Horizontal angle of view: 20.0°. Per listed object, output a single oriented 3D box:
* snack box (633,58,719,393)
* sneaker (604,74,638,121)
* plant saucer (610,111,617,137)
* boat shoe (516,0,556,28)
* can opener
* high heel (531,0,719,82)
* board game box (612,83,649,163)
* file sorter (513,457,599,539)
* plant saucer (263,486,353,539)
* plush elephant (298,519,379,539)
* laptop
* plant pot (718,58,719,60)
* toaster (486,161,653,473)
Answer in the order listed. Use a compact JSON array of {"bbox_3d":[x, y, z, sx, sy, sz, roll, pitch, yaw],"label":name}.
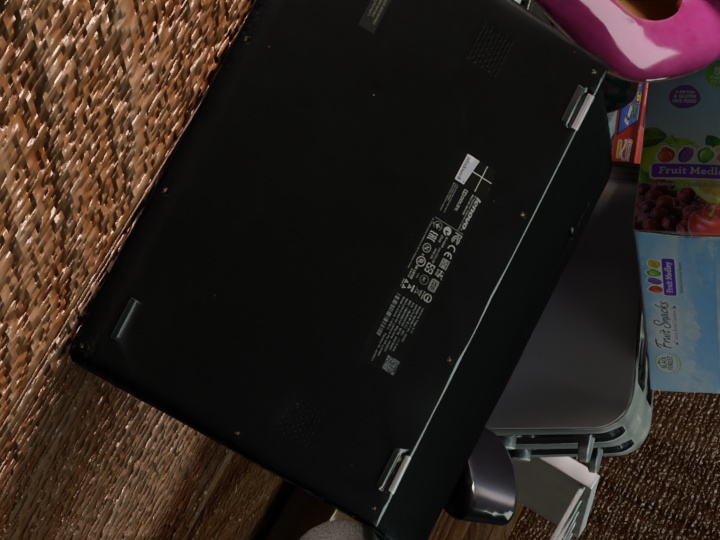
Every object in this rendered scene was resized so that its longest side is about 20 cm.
[{"bbox_3d":[0.199,-0.057,1.169,0.169,0.067,0.201,74,24,-55],"label":"snack box"},{"bbox_3d":[0.139,-0.139,1.265,0.200,0.077,0.092,102,6,-75],"label":"sneaker"},{"bbox_3d":[0.162,-0.123,1.460,0.202,0.038,0.201,-61,169,-19],"label":"plant saucer"},{"bbox_3d":[0.070,-0.098,0.992,0.072,0.070,0.201,-43,155,-62],"label":"boat shoe"},{"bbox_3d":[0.013,0.073,0.996,0.064,0.078,0.200,-57,-155,12],"label":"can opener"},{"bbox_3d":[0.106,-0.138,0.876,0.199,0.068,0.097,-2,132,-40],"label":"high heel"},{"bbox_3d":[0.198,-0.155,1.370,0.103,0.019,0.202,17,81,-72],"label":"board game box"},{"bbox_3d":[0.098,0.202,1.647,0.125,0.138,0.200,-58,168,-14],"label":"file sorter"},{"bbox_3d":[-0.030,0.170,1.225,0.201,0.036,0.201,-61,169,-19],"label":"plant saucer"},{"bbox_3d":[-0.053,0.200,0.947,0.200,0.163,0.156,-8,-89,65],"label":"plush elephant"},{"bbox_3d":[0.006,-0.007,0.768,0.188,0.199,0.116,-62,-160,-9],"label":"laptop"},{"bbox_3d":[0.186,-0.205,1.026,0.201,0.199,0.196,-61,176,-13],"label":"plant pot"},{"bbox_3d":[0.123,0.020,1.271,0.181,0.118,0.202,46,48,-75],"label":"toaster"}]
